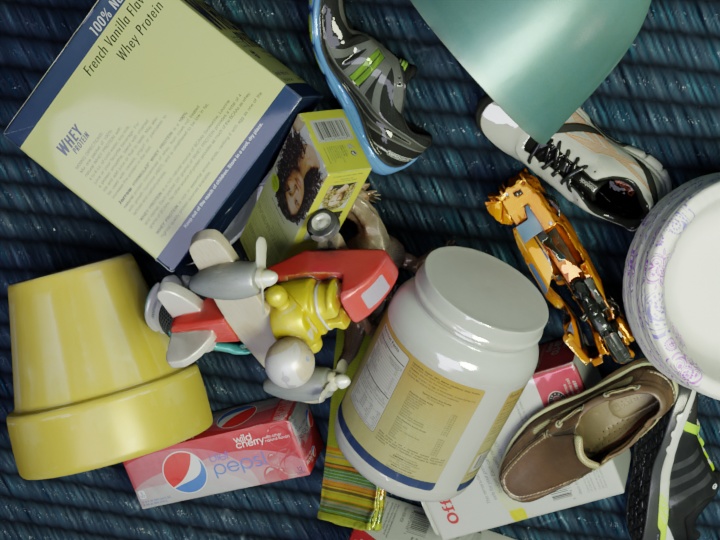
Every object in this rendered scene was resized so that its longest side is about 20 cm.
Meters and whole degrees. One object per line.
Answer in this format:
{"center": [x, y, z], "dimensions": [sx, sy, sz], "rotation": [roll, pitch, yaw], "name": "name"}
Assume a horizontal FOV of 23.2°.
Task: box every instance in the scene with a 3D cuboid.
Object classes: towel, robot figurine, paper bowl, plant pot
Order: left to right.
{"center": [-0.266, 0.089, 1.745], "dimensions": [0.199, 0.201, 0.190], "rotation": [-14, 93, 19], "name": "plant pot"}
{"center": [-0.004, 0.152, 1.723], "dimensions": [0.086, 0.018, 0.202], "rotation": [2, 86, 46], "name": "towel"}
{"center": [0.152, -0.235, 1.492], "dimensions": [0.161, 0.201, 0.201], "rotation": [-41, 99, 12], "name": "plant pot"}
{"center": [0.188, 0.003, 1.614], "dimensions": [0.058, 0.145, 0.201], "rotation": [-30, 93, 10], "name": "robot figurine"}
{"center": [0.332, 0.012, 1.572], "dimensions": [0.199, 0.104, 0.203], "rotation": [-1, 95, -12], "name": "paper bowl"}

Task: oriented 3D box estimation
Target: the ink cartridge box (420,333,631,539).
{"center": [0.147, 0.164, 1.722], "dimensions": [0.199, 0.083, 0.146], "rotation": [-18, 107, 20], "name": "ink cartridge box"}

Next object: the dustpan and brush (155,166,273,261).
{"center": [-0.123, -0.086, 1.691], "dimensions": [0.198, 0.057, 0.141], "rotation": [-15, 104, 3], "name": "dustpan and brush"}

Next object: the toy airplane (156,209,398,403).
{"center": [-0.084, 0.048, 1.555], "dimensions": [0.199, 0.142, 0.200], "rotation": [9, 134, -26], "name": "toy airplane"}

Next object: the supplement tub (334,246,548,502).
{"center": [0.074, 0.093, 1.583], "dimensions": [0.144, 0.145, 0.201], "rotation": [27, 119, 1], "name": "supplement tub"}

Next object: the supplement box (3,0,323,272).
{"center": [-0.177, -0.143, 1.604], "dimensions": [0.199, 0.134, 0.200], "rotation": [38, 99, 2], "name": "supplement box"}

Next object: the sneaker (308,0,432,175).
{"center": [0.007, -0.188, 1.619], "dimensions": [0.082, 0.071, 0.201], "rotation": [-24, 107, 8], "name": "sneaker"}

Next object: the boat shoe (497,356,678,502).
{"center": [0.203, 0.154, 1.616], "dimensions": [0.075, 0.075, 0.202], "rotation": [45, 113, -6], "name": "boat shoe"}

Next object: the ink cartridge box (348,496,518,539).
{"center": [0.079, 0.322, 1.774], "dimensions": [0.198, 0.144, 0.084], "rotation": [17, 118, 7], "name": "ink cartridge box"}

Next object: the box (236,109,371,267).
{"center": [-0.055, -0.057, 1.625], "dimensions": [0.076, 0.050, 0.200], "rotation": [63, 147, 28], "name": "box"}

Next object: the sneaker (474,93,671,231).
{"center": [0.193, -0.105, 1.596], "dimensions": [0.199, 0.080, 0.074], "rotation": [28, 119, 3], "name": "sneaker"}

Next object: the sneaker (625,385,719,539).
{"center": [0.314, 0.185, 1.712], "dimensions": [0.082, 0.072, 0.201], "rotation": [0, 116, -14], "name": "sneaker"}

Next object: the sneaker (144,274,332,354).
{"center": [-0.106, 0.054, 1.696], "dimensions": [0.199, 0.091, 0.078], "rotation": [0, 110, -26], "name": "sneaker"}

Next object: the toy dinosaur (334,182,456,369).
{"center": [0.000, 0.000, 1.669], "dimensions": [0.135, 0.086, 0.201], "rotation": [34, 118, 32], "name": "toy dinosaur"}

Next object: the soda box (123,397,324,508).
{"center": [-0.143, 0.188, 1.818], "dimensions": [0.199, 0.063, 0.070], "rotation": [-14, 109, 20], "name": "soda box"}
